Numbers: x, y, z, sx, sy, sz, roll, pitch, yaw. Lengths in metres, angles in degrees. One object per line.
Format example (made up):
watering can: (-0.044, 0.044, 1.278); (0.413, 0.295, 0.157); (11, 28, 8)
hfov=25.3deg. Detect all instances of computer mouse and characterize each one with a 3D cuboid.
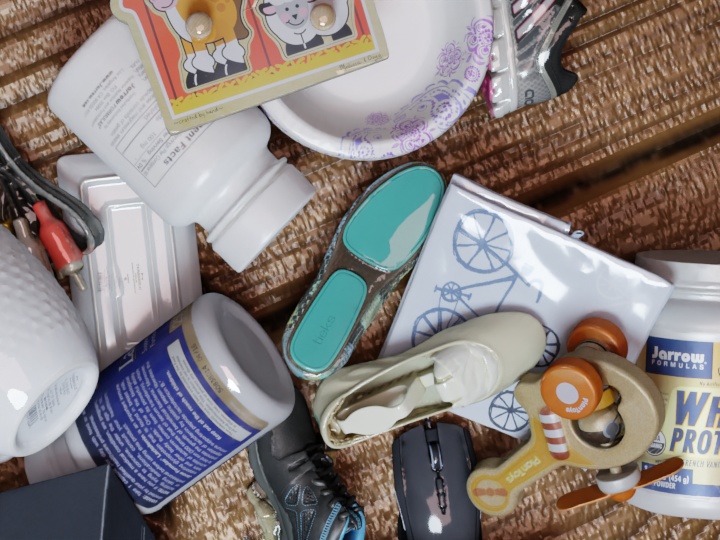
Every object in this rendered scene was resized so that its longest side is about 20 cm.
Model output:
computer mouse: (0.036, 0.172, 1.332); (0.138, 0.046, 0.203); (-2, 96, -7)

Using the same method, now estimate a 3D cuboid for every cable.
cable: (-0.272, -0.064, 1.256); (0.096, 0.050, 0.201); (-20, 106, 33)

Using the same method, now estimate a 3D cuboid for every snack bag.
snack bag: (0.129, 0.043, 1.272); (0.198, 0.021, 0.190); (23, 114, 4)

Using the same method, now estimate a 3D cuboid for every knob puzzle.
knob puzzle: (-0.090, -0.224, 1.175); (0.217, 0.030, 0.223); (0, 85, -3)

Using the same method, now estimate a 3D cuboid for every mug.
mug: (-0.292, 0.066, 1.216); (0.175, 0.201, 0.147); (39, 49, 17)

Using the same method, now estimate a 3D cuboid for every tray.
tray: (-0.183, 0.004, 1.299); (0.106, 0.022, 0.203); (-6, 97, -5)

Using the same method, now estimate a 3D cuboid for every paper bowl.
paper bowl: (-0.001, -0.189, 1.259); (0.198, 0.104, 0.204); (-1, 97, -7)

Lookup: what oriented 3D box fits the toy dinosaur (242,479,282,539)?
toy dinosaur: (-0.078, 0.278, 1.332); (0.087, 0.047, 0.202); (-17, 101, -12)

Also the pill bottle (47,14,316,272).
pill bottle: (-0.133, -0.100, 1.236); (0.200, 0.114, 0.114); (44, 90, -2)

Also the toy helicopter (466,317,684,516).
toy helicopter: (0.161, 0.141, 1.257); (0.132, 0.079, 0.200); (46, 128, -1)

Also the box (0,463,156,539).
box: (-0.222, 0.265, 1.223); (0.147, 0.108, 0.201); (-15, 131, 9)

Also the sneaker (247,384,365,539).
sneaker: (-0.033, 0.182, 1.290); (0.081, 0.073, 0.203); (-15, 88, 35)

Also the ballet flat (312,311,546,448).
ballet flat: (0.052, 0.091, 1.258); (0.198, 0.069, 0.070); (-22, 99, 18)

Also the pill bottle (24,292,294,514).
pill bottle: (-0.159, 0.118, 1.252); (0.199, 0.116, 0.116); (-36, 99, 14)

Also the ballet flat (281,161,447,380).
ballet flat: (0.000, 0.000, 1.297); (0.074, 0.074, 0.201); (39, 80, -9)

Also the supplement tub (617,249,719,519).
supplement tub: (0.279, 0.088, 1.303); (0.142, 0.144, 0.203); (0, 96, -7)

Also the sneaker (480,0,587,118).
sneaker: (0.137, -0.226, 1.290); (0.086, 0.074, 0.203); (-5, 101, -7)
